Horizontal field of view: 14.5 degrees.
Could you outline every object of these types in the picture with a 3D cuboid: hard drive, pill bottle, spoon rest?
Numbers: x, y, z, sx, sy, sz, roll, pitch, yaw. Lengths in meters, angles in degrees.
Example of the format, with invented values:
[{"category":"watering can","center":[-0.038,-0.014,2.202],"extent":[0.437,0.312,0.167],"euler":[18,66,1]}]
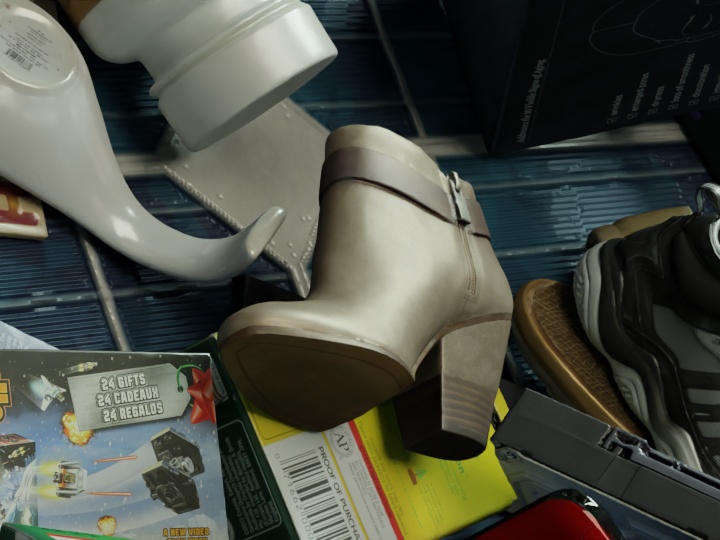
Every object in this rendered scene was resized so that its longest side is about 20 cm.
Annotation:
[{"category":"hard drive","center":[0.148,0.144,1.353],"extent":[0.038,0.139,0.200],"euler":[-53,146,-20]},{"category":"pill bottle","center":[-0.102,-0.165,1.390],"extent":[0.114,0.114,0.200],"euler":[-32,89,-48]},{"category":"spoon rest","center":[-0.133,-0.060,1.341],"extent":[0.200,0.061,0.099],"euler":[37,42,-1]}]

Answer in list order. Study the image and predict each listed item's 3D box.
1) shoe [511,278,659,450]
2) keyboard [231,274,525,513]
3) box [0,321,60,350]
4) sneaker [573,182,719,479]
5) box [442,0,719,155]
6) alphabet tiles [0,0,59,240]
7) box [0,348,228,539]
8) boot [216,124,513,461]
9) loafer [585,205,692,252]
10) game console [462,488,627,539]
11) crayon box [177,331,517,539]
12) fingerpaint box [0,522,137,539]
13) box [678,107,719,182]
[{"category":"shoe","center":[0.142,0.091,1.505],"extent":[0.200,0.053,0.070],"euler":[48,37,-6]},{"category":"keyboard","center":[0.018,0.044,1.442],"extent":[0.200,0.021,0.128],"euler":[23,51,-33]},{"category":"box","center":[-0.147,0.089,1.250],"extent":[0.200,0.032,0.122],"euler":[29,48,-30]},{"category":"sneaker","center":[0.200,0.053,1.457],"extent":[0.075,0.114,0.200],"euler":[-27,82,-52]},{"category":"box","center":[0.154,-0.172,1.514],"extent":[0.196,0.200,0.124],"euler":[-14,69,-9]},{"category":"alphabet tiles","center":[-0.216,-0.095,1.321],"extent":[0.199,0.006,0.167],"euler":[6,61,-41]},{"category":"box","center":[-0.146,0.103,1.185],"extent":[0.199,0.040,0.138],"euler":[3,76,-38]},{"category":"boot","center":[0.000,0.000,1.298],"extent":[0.200,0.070,0.147],"euler":[29,48,-49]},{"category":"loafer","center":[0.202,0.048,1.557],"extent":[0.067,0.076,0.200],"euler":[-34,90,-4]},{"category":"game console","center":[0.104,0.176,1.303],"extent":[0.173,0.200,0.119],"euler":[52,42,-4]},{"category":"crayon box","center":[-0.003,0.078,1.346],"extent":[0.200,0.051,0.127],"euler":[-15,80,-53]},{"category":"fingerpaint box","center":[-0.069,0.202,1.165],"extent":[0.199,0.073,0.168],"euler":[11,94,-38]},{"category":"box","center":[0.267,-0.114,1.706],"extent":[0.122,0.106,0.200],"euler":[-27,85,-46]}]
